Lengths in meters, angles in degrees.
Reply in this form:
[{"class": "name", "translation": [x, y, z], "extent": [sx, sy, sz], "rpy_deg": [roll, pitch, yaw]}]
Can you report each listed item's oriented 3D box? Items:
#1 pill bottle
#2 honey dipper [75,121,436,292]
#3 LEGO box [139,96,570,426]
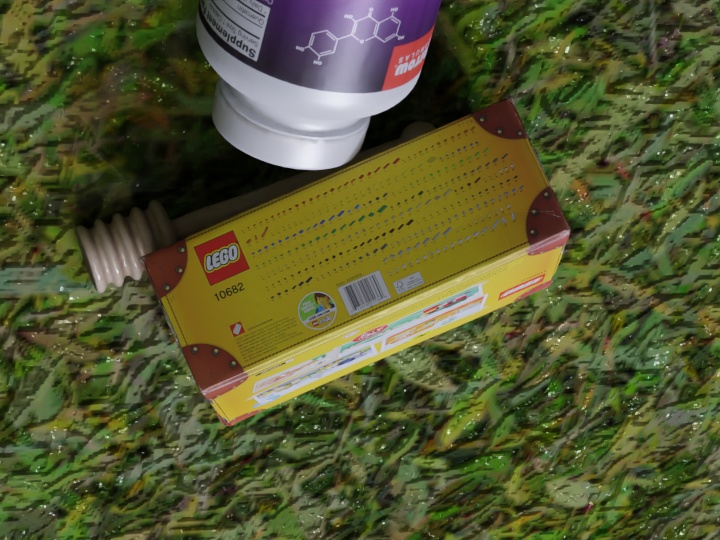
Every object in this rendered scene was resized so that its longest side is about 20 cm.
[{"class": "pill bottle", "translation": [-0.012, -0.150, 1.002], "extent": [0.112, 0.113, 0.200], "rpy_deg": [0, 127, -22]}, {"class": "honey dipper", "translation": [-0.050, -0.037, 1.129], "extent": [0.200, 0.038, 0.038], "rpy_deg": [-19, 131, -9]}, {"class": "LEGO box", "translation": [0.000, 0.000, 1.104], "extent": [0.200, 0.077, 0.149], "rpy_deg": [-24, 170, -3]}]
